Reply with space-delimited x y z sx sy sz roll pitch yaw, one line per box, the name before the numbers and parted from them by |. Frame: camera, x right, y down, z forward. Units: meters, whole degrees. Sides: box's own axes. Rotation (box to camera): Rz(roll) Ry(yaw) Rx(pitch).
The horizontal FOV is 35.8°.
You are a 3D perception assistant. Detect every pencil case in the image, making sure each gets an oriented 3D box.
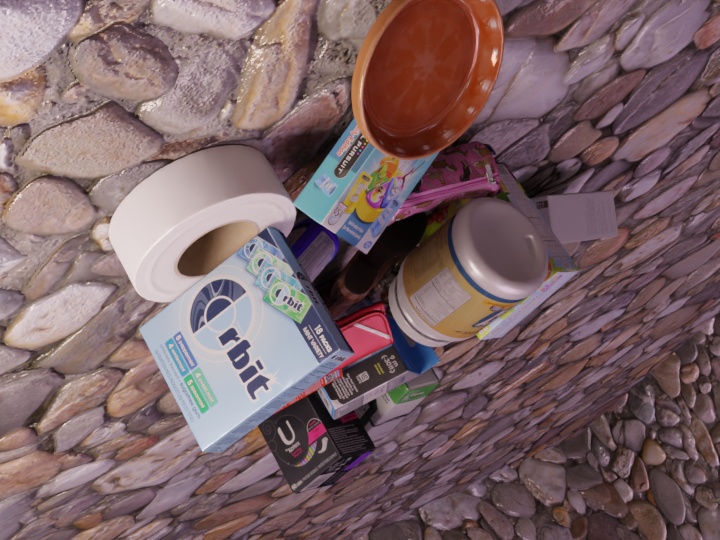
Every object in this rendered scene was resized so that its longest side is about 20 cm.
pencil case | 0.088 -0.113 1.444 0.200 0.083 0.087 -16 165 -33

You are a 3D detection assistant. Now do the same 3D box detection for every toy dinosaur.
toy dinosaur | 0.061 0.004 1.666 0.102 0.077 0.200 -47 155 -32

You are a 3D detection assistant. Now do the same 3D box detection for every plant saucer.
plant saucer | 0.070 -0.214 1.176 0.200 0.032 0.200 -26 134 -30

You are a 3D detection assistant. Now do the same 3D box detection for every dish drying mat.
dish drying mat | -0.046 0.117 1.634 0.200 0.018 0.077 -25 121 -18

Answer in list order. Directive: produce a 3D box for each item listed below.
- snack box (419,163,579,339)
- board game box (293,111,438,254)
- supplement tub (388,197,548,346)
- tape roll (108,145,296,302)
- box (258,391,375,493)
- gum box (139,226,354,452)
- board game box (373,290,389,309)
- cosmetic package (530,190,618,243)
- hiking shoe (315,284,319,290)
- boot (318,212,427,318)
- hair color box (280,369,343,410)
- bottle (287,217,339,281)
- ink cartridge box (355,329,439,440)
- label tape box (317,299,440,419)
snack box | 0.193 -0.028 1.617 0.068 0.200 0.169 -4 146 -51
board game box | 0.024 -0.127 1.285 0.200 0.047 0.151 -54 157 2
supplement tub | 0.140 0.008 1.496 0.145 0.145 0.200 -15 162 -38
tape roll | -0.175 -0.049 1.245 0.202 0.071 0.202 -28 159 -12
box | -0.088 0.249 1.848 0.122 0.200 0.106 -43 156 27
gum box | -0.131 0.079 1.253 0.200 0.170 0.045 -37 158 13
board game box | 0.149 -0.009 1.821 0.199 0.041 0.200 -3 145 -52
cosmetic package | 0.312 -0.080 1.779 0.113 0.081 0.200 -8 -179 45
hiking shoe | -0.140 0.090 1.596 0.200 0.076 0.101 -42 154 23
boot | 0.000 0.000 1.612 0.186 0.064 0.200 -45 179 -27
hair color box | -0.140 0.154 1.690 0.200 0.111 0.064 -29 159 -10
bottle | -0.098 0.010 1.374 0.084 0.065 0.200 -36 -169 38
ink cartridge box | 0.029 0.197 1.972 0.083 0.147 0.200 -10 150 -41
label tape box | 0.010 0.127 1.790 0.200 0.143 0.066 -27 159 -11
